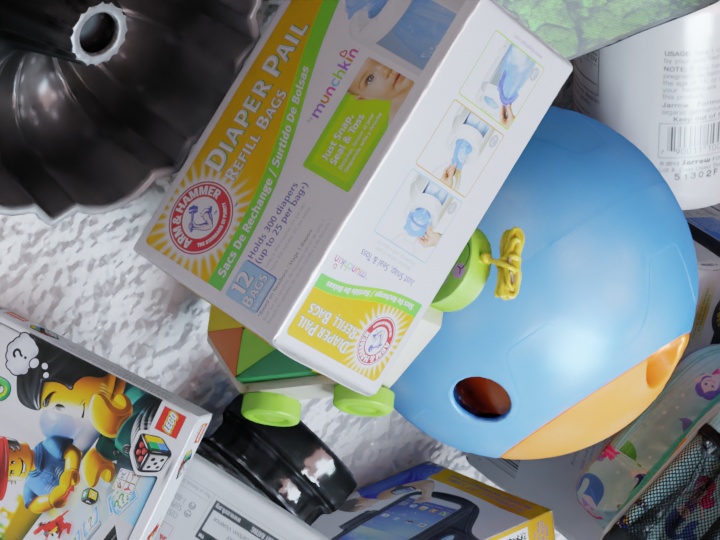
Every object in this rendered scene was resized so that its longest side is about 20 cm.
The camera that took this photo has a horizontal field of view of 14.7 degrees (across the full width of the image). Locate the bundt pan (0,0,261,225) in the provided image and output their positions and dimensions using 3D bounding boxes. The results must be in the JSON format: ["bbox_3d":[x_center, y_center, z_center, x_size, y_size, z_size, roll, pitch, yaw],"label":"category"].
[{"bbox_3d":[-0.147,-0.129,1.359,0.202,0.076,0.202,-22,129,-31],"label":"bundt pan"}]

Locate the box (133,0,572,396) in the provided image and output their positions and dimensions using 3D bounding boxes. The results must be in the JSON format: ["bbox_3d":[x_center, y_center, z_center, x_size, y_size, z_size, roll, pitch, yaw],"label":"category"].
[{"bbox_3d":[-0.004,-0.056,1.406,0.200,0.112,0.101,-59,144,0],"label":"box"}]

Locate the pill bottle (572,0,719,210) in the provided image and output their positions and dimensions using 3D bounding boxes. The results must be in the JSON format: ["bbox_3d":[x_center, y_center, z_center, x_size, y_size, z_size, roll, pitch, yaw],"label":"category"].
[{"bbox_3d":[0.181,-0.146,1.619,0.114,0.114,0.200,-24,129,-30],"label":"pill bottle"}]

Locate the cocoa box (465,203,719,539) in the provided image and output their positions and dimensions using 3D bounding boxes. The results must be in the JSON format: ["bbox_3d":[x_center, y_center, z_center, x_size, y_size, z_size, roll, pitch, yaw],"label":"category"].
[{"bbox_3d":[0.177,0.058,1.728,0.131,0.133,0.200,-3,117,-42],"label":"cocoa box"}]

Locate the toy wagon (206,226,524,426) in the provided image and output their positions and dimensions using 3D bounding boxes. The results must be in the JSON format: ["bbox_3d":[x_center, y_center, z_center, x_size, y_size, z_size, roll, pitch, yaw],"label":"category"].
[{"bbox_3d":[0.000,0.000,1.480,0.040,0.200,0.155,23,68,-43],"label":"toy wagon"}]

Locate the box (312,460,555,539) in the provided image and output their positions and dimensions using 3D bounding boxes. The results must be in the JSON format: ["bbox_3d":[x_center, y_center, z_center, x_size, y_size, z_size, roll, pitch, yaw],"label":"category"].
[{"bbox_3d":[0.004,0.174,1.650,0.200,0.119,0.042,-18,113,-35],"label":"box"}]

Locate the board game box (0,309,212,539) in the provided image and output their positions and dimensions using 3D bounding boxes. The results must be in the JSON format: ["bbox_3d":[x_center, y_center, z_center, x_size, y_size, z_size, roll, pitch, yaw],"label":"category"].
[{"bbox_3d":[-0.177,0.137,1.456,0.200,0.126,0.035,-65,170,3],"label":"board game box"}]

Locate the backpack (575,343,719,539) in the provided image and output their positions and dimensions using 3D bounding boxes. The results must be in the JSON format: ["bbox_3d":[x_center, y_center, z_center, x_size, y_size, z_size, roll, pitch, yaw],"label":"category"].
[{"bbox_3d":[0.234,0.127,1.608,0.200,0.151,0.178,-44,148,1],"label":"backpack"}]

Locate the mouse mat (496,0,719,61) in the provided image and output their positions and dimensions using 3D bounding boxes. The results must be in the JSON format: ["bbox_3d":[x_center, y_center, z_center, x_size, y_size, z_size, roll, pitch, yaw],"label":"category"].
[{"bbox_3d":[0.103,-0.182,1.492,0.200,0.008,0.161,-24,123,-12],"label":"mouse mat"}]

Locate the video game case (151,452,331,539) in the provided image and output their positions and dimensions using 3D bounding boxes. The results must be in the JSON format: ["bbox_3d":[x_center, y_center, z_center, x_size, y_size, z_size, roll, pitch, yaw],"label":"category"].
[{"bbox_3d":[-0.142,0.170,1.479,0.182,0.200,0.023,-59,172,4],"label":"video game case"}]

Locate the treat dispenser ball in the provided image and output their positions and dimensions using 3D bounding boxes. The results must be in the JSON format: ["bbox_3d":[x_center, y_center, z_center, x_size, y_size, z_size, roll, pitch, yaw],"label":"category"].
[{"bbox_3d":[0.090,0.007,1.567,0.201,0.201,0.201,-22,128,-31],"label":"treat dispenser ball"}]

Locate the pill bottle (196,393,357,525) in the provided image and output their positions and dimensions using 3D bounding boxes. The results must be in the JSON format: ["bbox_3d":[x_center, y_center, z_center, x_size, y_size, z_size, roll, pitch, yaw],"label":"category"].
[{"bbox_3d":[-0.099,0.164,1.561,0.200,0.112,0.112,-47,137,-9],"label":"pill bottle"}]
